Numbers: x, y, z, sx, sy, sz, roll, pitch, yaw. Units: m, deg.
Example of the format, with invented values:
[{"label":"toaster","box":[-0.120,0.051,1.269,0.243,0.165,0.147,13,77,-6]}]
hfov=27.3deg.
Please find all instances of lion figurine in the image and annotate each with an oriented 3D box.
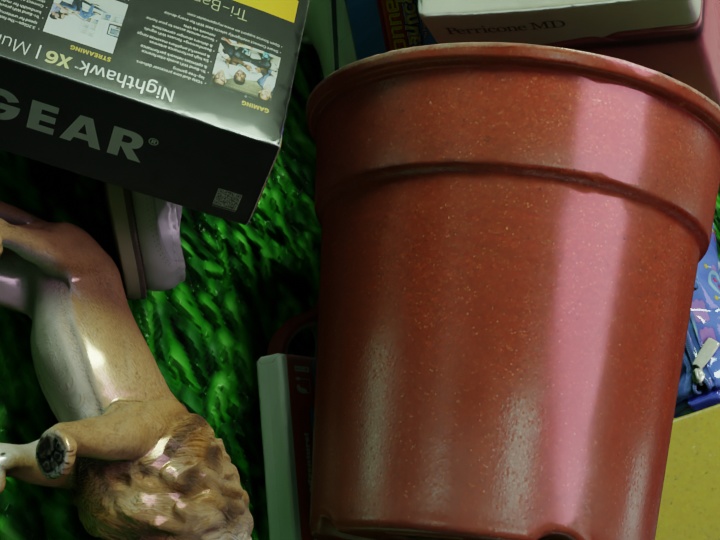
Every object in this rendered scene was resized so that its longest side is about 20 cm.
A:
[{"label":"lion figurine","box":[-0.110,0.035,0.586,0.122,0.072,0.201,7,61,-59]}]

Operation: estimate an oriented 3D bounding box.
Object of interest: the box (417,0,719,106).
[{"label":"box","box":[0.118,-0.138,0.748,0.200,0.127,0.110,39,52,-64]}]

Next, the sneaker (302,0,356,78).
[{"label":"sneaker","box":[-0.022,-0.164,0.822,0.073,0.070,0.202,-34,119,-68]}]

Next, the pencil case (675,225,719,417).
[{"label":"pencil case","box":[0.218,0.012,1.017,0.087,0.078,0.201,39,37,-67]}]

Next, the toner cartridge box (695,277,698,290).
[{"label":"toner cartridge box","box":[0.151,-0.088,0.888,0.095,0.043,0.202,14,66,-38]}]

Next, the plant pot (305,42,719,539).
[{"label":"plant pot","box":[0.062,0.031,0.662,0.200,0.200,0.197,22,68,-44]}]

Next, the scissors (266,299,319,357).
[{"label":"scissors","box":[0.000,0.000,0.771,0.073,0.014,0.201,47,46,-31]}]

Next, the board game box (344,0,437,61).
[{"label":"board game box","box":[0.037,-0.209,0.805,0.196,0.055,0.201,-60,142,-58]}]

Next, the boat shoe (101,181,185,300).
[{"label":"boat shoe","box":[-0.085,-0.084,0.665,0.068,0.075,0.201,-3,67,-10]}]

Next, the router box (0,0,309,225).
[{"label":"router box","box":[-0.119,-0.119,0.597,0.199,0.052,0.158,18,49,-10]}]

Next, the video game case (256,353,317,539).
[{"label":"video game case","box":[0.026,0.120,0.741,0.199,0.017,0.144,11,69,-50]}]

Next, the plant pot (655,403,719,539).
[{"label":"plant pot","box":[0.229,0.164,0.794,0.196,0.193,0.201,44,27,-76]}]
